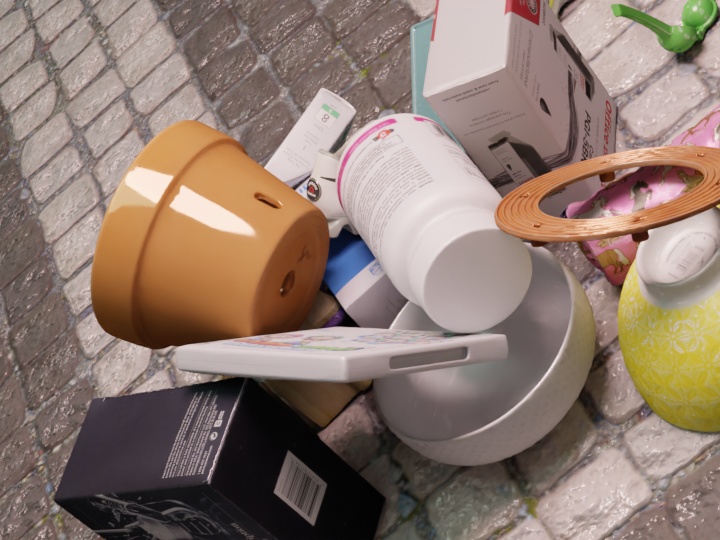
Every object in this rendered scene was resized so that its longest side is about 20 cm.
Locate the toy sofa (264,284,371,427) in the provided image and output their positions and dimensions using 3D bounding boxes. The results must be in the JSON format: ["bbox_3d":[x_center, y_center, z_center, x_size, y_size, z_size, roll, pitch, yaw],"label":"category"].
[{"bbox_3d":[-0.058,0.046,1.831,0.098,0.083,0.200,-45,34,4],"label":"toy sofa"}]

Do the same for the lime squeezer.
[{"bbox_3d":[0.290,-0.239,1.790,0.200,0.071,0.038,-34,5,-41],"label":"lime squeezer"}]

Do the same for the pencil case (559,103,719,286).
[{"bbox_3d":[0.265,-0.073,1.629,0.200,0.083,0.087,-36,57,12],"label":"pencil case"}]

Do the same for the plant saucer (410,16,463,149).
[{"bbox_3d":[0.078,-0.162,1.914,0.070,0.019,0.201,-19,60,33],"label":"plant saucer"}]

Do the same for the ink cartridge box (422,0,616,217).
[{"bbox_3d":[0.144,-0.148,1.724,0.082,0.200,0.147,-18,43,28],"label":"ink cartridge box"}]

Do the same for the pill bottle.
[{"bbox_3d":[0.060,-0.039,1.628,0.113,0.113,0.200,-41,34,5],"label":"pill bottle"}]

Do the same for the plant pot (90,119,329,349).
[{"bbox_3d":[-0.119,-0.012,1.692,0.139,0.200,0.201,22,68,21],"label":"plant pot"}]

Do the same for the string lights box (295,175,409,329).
[{"bbox_3d":[0.000,0.000,1.802,0.059,0.103,0.200,-41,35,2],"label":"string lights box"}]

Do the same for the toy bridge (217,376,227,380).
[{"bbox_3d":[-0.157,0.156,1.869,0.067,0.027,0.201,-6,51,40],"label":"toy bridge"}]

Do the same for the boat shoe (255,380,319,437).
[{"bbox_3d":[-0.087,0.141,1.741,0.063,0.073,0.200,-46,8,-7],"label":"boat shoe"}]

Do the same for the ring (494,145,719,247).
[{"bbox_3d":[0.201,-0.055,1.521,0.199,0.019,0.201,-12,18,4],"label":"ring"}]

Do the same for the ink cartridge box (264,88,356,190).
[{"bbox_3d":[-0.084,-0.063,1.914,0.201,0.050,0.161,-57,-2,-21],"label":"ink cartridge box"}]

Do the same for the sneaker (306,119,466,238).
[{"bbox_3d":[0.034,-0.095,1.777,0.074,0.089,0.199,26,33,38],"label":"sneaker"}]

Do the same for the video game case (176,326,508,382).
[{"bbox_3d":[-0.015,0.065,1.567,0.199,0.181,0.024,0,95,46],"label":"video game case"}]

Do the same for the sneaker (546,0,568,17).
[{"bbox_3d":[0.158,-0.269,1.938,0.075,0.076,0.201,19,71,50],"label":"sneaker"}]

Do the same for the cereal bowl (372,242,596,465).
[{"bbox_3d":[0.112,0.079,1.626,0.199,0.083,0.201,-27,38,23],"label":"cereal bowl"}]

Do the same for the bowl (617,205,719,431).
[{"bbox_3d":[0.270,0.011,1.515,0.199,0.108,0.201,-27,39,24],"label":"bowl"}]

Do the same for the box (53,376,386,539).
[{"bbox_3d":[-0.114,0.190,1.642,0.181,0.200,0.105,-10,49,39],"label":"box"}]
